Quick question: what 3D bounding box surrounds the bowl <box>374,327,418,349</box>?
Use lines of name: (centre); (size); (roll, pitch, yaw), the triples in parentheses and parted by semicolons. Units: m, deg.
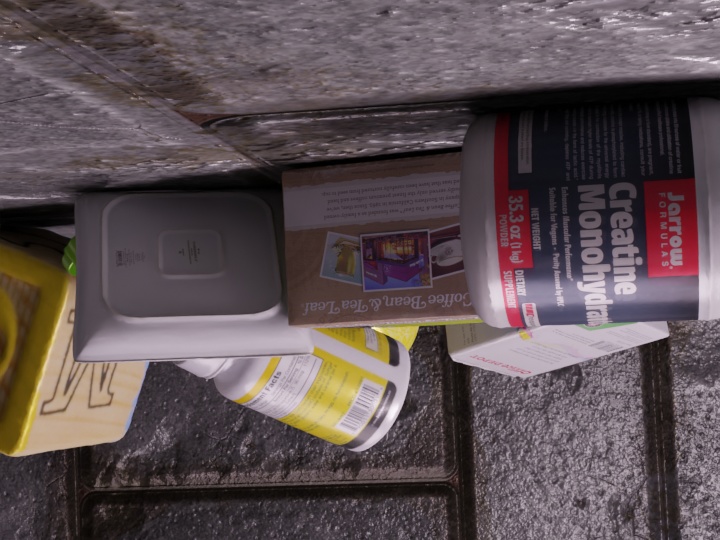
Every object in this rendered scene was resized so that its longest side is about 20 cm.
bowl: (0.000, 0.000, 1.334); (0.108, 0.201, 0.200); (-41, 158, 25)

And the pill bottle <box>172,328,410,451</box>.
pill bottle: (-0.064, 0.080, 1.196); (0.199, 0.115, 0.114); (27, 165, -22)

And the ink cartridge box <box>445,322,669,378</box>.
ink cartridge box: (0.210, 0.046, 1.424); (0.200, 0.088, 0.145); (-23, 152, 37)

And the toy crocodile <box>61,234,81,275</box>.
toy crocodile: (-0.227, 0.014, 1.237); (0.062, 0.068, 0.200); (-37, 157, -5)

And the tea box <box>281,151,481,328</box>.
tea box: (0.064, -0.021, 1.106); (0.199, 0.134, 0.197); (-4, 177, 21)

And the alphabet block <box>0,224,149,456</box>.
alphabet block: (-0.349, 0.068, 1.374); (0.195, 0.197, 0.200); (19, -175, 21)

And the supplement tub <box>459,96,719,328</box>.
supplement tub: (0.169, -0.036, 0.830); (0.199, 0.141, 0.140); (-3, 177, 12)

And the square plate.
square plate: (-0.147, -0.006, 1.123); (0.197, 0.200, 0.029); (-1, 136, -11)
